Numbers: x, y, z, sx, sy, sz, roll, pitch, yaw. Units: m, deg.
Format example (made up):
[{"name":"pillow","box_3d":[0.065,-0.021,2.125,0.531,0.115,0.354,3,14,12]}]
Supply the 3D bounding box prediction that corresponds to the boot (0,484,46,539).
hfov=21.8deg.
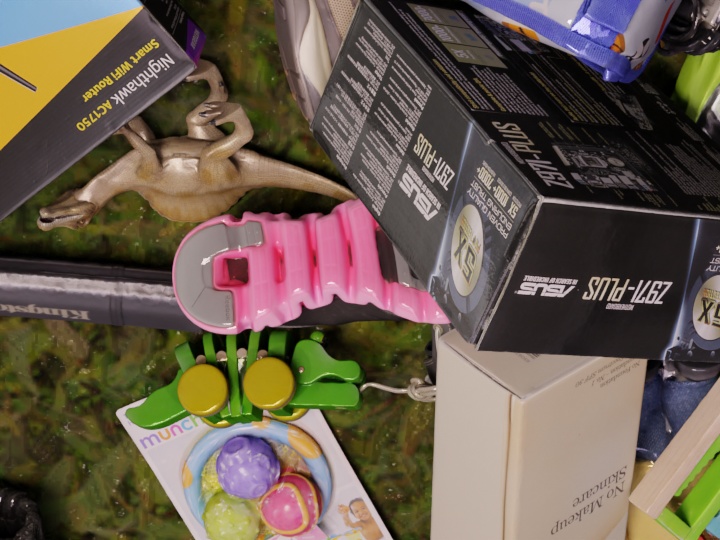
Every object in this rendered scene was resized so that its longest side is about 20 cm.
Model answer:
[{"name":"boot","box_3d":[-0.184,0.207,1.174,0.210,0.080,0.159,-3,119,2]}]

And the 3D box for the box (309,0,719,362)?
[{"name":"box","box_3d":[0.093,-0.047,0.941,0.163,0.200,0.086,4,122,-33]}]

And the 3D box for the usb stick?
[{"name":"usb stick","box_3d":[-0.182,0.011,1.085,0.199,0.055,0.033,5,76,-2]}]

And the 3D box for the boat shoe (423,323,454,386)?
[{"name":"boat shoe","box_3d":[0.072,0.060,1.114,0.067,0.072,0.201,23,132,30]}]

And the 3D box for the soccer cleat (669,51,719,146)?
[{"name":"soccer cleat","box_3d":[0.200,-0.081,1.029,0.081,0.068,0.201,10,118,-18]}]

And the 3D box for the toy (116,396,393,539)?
[{"name":"toy","box_3d":[-0.056,0.153,1.163,0.115,0.047,0.201,-24,116,11]}]

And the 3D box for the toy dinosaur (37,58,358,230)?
[{"name":"toy dinosaur","box_3d":[-0.084,-0.064,1.053,0.199,0.058,0.101,-2,135,-1]}]

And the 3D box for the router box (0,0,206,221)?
[{"name":"router box","box_3d":[-0.202,-0.112,0.970,0.200,0.051,0.149,-35,111,21]}]

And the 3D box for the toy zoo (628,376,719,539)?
[{"name":"toy zoo","box_3d":[0.261,0.136,1.124,0.200,0.020,0.131,40,87,-34]}]

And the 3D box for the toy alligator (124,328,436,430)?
[{"name":"toy alligator","box_3d":[-0.041,0.058,1.094,0.199,0.059,0.055,-7,77,9]}]

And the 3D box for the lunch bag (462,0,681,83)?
[{"name":"lunch bag","box_3d":[0.110,-0.186,0.868,0.123,0.200,0.171,23,98,-21]}]

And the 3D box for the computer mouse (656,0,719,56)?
[{"name":"computer mouse","box_3d":[0.212,-0.185,0.935,0.199,0.139,0.053,-32,113,-5]}]

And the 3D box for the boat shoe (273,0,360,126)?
[{"name":"boat shoe","box_3d":[-0.016,-0.171,0.982,0.073,0.075,0.201,-16,125,-8]}]

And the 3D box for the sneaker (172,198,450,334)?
[{"name":"sneaker","box_3d":[0.000,0.000,1.040,0.199,0.095,0.080,-2,79,8]}]

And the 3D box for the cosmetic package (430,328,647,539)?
[{"name":"cosmetic package","box_3d":[0.099,0.112,1.066,0.103,0.073,0.201,-27,134,-30]}]

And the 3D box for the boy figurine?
[{"name":"boy figurine","box_3d":[0.193,0.131,1.143,0.123,0.065,0.201,-6,119,3]}]
